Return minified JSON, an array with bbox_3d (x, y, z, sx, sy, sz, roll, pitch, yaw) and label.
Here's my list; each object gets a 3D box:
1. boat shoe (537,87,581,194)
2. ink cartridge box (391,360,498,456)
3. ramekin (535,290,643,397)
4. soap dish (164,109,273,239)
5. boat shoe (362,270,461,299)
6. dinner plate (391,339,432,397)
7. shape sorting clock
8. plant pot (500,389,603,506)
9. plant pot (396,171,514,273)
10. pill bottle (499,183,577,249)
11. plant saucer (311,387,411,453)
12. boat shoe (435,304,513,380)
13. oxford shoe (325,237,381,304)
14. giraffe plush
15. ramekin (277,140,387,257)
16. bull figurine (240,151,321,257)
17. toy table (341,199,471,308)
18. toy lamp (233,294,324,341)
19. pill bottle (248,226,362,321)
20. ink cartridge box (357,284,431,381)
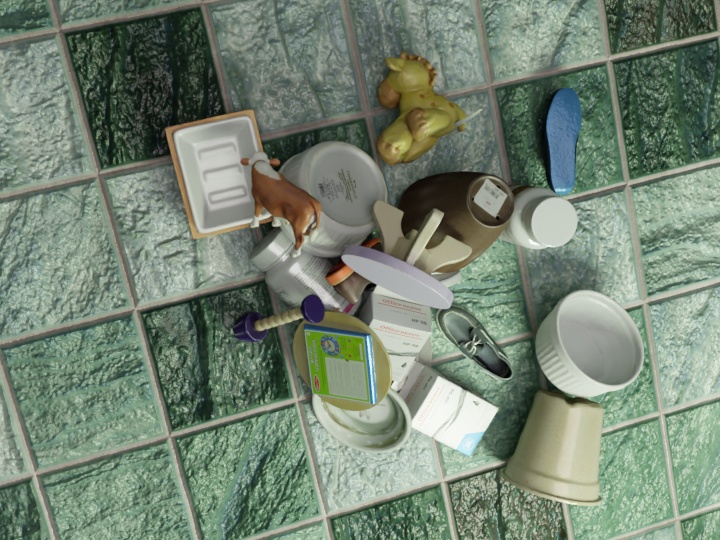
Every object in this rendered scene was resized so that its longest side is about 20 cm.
[{"bbox_3d":[0.376,-0.249,1.687,0.084,0.069,0.201,6,97,-5],"label":"boat shoe"},{"bbox_3d":[0.154,0.266,1.705,0.200,0.068,0.116,29,92,-23],"label":"ink cartridge box"},{"bbox_3d":[0.435,0.149,1.699,0.199,0.105,0.201,11,60,-20],"label":"ramekin"},{"bbox_3d":[-0.244,-0.171,1.550,0.157,0.081,0.201,-14,102,-10],"label":"soap dish"},{"bbox_3d":[0.094,0.006,1.664,0.199,0.072,0.066,-8,104,-4],"label":"boat shoe"},{"bbox_3d":[0.047,0.174,1.703,0.199,0.024,0.201,-2,99,-13],"label":"dinner plate"},{"bbox_3d":[-0.033,0.162,1.567,0.199,0.039,0.201,11,118,21],"label":"shape sorting clock"},{"bbox_3d":[0.392,0.338,1.723,0.200,0.200,0.184,12,92,-14],"label":"plant pot"},{"bbox_3d":[0.186,-0.104,1.571,0.186,0.200,0.188,4,79,-20],"label":"plant pot"},{"bbox_3d":[0.317,-0.099,1.627,0.114,0.200,0.115,-2,99,-13],"label":"pill bottle"},{"bbox_3d":[0.008,0.258,1.660,0.199,0.050,0.201,13,128,16],"label":"plant saucer"},{"bbox_3d":[0.229,0.143,1.718,0.073,0.062,0.200,-45,105,-2],"label":"boat shoe"},{"bbox_3d":[0.000,0.000,1.586,0.071,0.200,0.073,-29,99,32],"label":"oxford shoe"},{"bbox_3d":[0.094,-0.306,1.580,0.200,0.173,0.163,-29,83,4],"label":"giraffe plush"},{"bbox_3d":[-0.047,-0.132,1.545,0.199,0.105,0.201,10,69,-28],"label":"ramekin"},{"bbox_3d":[-0.137,-0.114,1.460,0.065,0.200,0.122,-19,131,-34],"label":"bull figurine"},{"bbox_3d":[0.082,-0.030,1.475,0.200,0.184,0.117,30,73,-16],"label":"toy table"},{"bbox_3d":[-0.151,0.090,1.570,0.058,0.200,0.058,21,62,-46],"label":"toy lamp"},{"bbox_3d":[-0.101,0.015,1.596,0.113,0.113,0.200,-44,106,-3],"label":"pill bottle"},{"bbox_3d":[0.053,0.111,1.591,0.115,0.067,0.200,13,136,-14],"label":"ink cartridge box"}]
